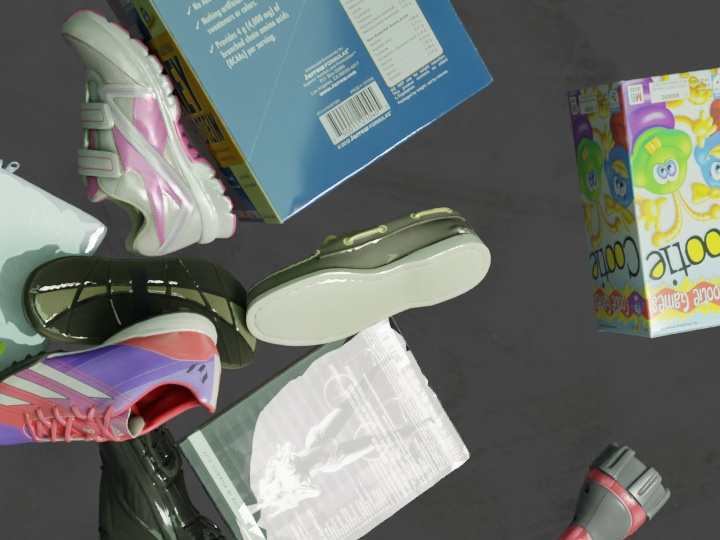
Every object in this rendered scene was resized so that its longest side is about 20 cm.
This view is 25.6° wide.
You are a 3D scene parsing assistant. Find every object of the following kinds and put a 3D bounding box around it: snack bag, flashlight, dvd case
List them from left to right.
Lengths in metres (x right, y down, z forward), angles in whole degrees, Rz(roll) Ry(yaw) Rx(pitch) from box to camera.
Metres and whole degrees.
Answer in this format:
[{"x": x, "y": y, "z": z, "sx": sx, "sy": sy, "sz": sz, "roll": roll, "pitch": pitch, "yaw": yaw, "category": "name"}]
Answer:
[{"x": -0.305, "y": 0.001, "z": 1.161, "sx": 0.198, "sy": 0.021, "sz": 0.190, "roll": 27, "pitch": 84, "yaw": -19, "category": "snack bag"}, {"x": -0.027, "y": 0.143, "z": 1.256, "sx": 0.199, "sy": 0.016, "sz": 0.150, "roll": -34, "pitch": 102, "yaw": -15, "category": "dvd case"}, {"x": 0.167, "y": 0.234, "z": 1.293, "sx": 0.200, "sy": 0.068, "sz": 0.068, "roll": -46, "pitch": 105, "yaw": -12, "category": "flashlight"}]

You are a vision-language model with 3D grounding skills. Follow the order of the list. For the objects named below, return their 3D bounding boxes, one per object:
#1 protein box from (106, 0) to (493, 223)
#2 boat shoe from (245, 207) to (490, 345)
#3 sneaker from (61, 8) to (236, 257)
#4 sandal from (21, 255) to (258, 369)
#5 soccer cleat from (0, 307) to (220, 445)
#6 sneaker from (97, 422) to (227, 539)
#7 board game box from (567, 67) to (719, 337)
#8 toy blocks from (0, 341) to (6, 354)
[{"x": -0.047, "y": -0.172, "z": 1.178, "sx": 0.197, "sy": 0.135, "sz": 0.201, "roll": -34, "pitch": 101, "yaw": -14, "category": "protein box"}, {"x": 0.000, "y": 0.002, "z": 1.238, "sx": 0.199, "sy": 0.061, "sz": 0.073, "roll": -16, "pitch": 136, "yaw": -13, "category": "boat shoe"}, {"x": -0.173, "y": -0.095, "z": 1.168, "sx": 0.088, "sy": 0.081, "sz": 0.202, "roll": -31, "pitch": 100, "yaw": -16, "category": "sneaker"}, {"x": -0.164, "y": 0.029, "z": 1.185, "sx": 0.199, "sy": 0.057, "sz": 0.081, "roll": 12, "pitch": 69, "yaw": -32, "category": "sandal"}, {"x": -0.191, "y": 0.093, "z": 1.122, "sx": 0.198, "sy": 0.068, "sz": 0.074, "roll": -20, "pitch": 56, "yaw": 11, "category": "soccer cleat"}, {"x": -0.167, "y": 0.180, "z": 1.183, "sx": 0.090, "sy": 0.076, "sz": 0.202, "roll": -27, "pitch": 87, "yaw": 11, "category": "sneaker"}, {"x": 0.246, "y": -0.055, "z": 1.291, "sx": 0.102, "sy": 0.105, "sz": 0.203, "roll": -9, "pitch": 93, "yaw": -16, "category": "board game box"}, {"x": -0.365, "y": 0.085, "z": 1.099, "sx": 0.136, "sy": 0.100, "sz": 0.200, "roll": 42, "pitch": 103, "yaw": -11, "category": "toy blocks"}]
